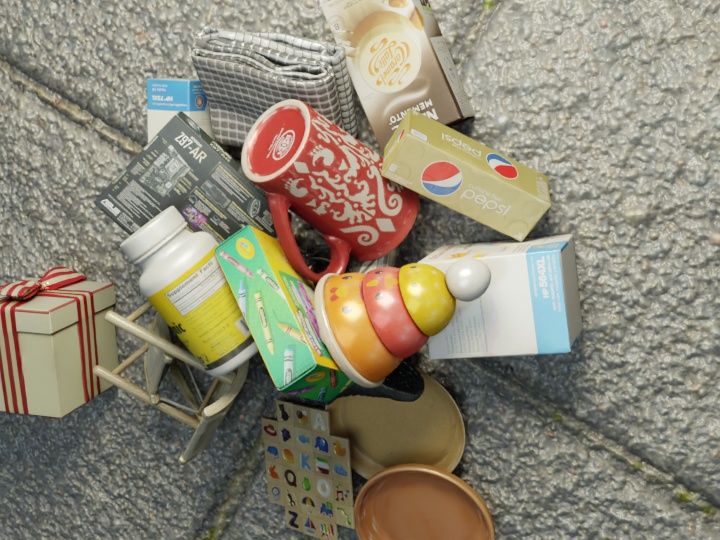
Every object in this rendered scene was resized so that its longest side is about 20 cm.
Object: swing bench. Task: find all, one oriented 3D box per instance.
[{"bbox_3d":[-0.250,0.135,1.273,0.200,0.130,0.199,44,144,6],"label":"swing bench"}]

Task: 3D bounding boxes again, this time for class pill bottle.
[{"bbox_3d":[-0.201,0.023,1.133,0.111,0.111,0.200,-31,103,22],"label":"pill bottle"}]

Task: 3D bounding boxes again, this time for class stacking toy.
[{"bbox_3d":[0.059,0.036,1.064,0.200,0.146,0.146,-27,91,20],"label":"stacking toy"}]

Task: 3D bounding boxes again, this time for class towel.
[{"bbox_3d":[-0.110,-0.221,1.164,0.200,0.166,0.086,13,63,16],"label":"towel"}]

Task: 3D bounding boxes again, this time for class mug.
[{"bbox_3d":[-0.038,-0.092,1.105,0.133,0.200,0.178,-18,56,32],"label":"mug"}]

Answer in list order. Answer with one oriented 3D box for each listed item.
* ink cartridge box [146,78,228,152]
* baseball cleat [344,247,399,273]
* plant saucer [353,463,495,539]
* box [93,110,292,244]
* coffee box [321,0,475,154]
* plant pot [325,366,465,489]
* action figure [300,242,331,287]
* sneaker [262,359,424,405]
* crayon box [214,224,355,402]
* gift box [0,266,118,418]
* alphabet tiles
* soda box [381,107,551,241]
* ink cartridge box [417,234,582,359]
[{"bbox_3d":[-0.233,-0.159,1.253,0.067,0.116,0.200,7,103,18],"label":"ink cartridge box"},{"bbox_3d":[0.000,0.000,1.200,0.106,0.070,0.200,3,79,8],"label":"baseball cleat"},{"bbox_3d":[0.090,0.349,1.271,0.200,0.037,0.200,7,115,16],"label":"plant saucer"},{"bbox_3d":[-0.213,-0.079,1.183,0.200,0.044,0.160,43,102,-13],"label":"box"},{"bbox_3d":[0.049,-0.262,1.150,0.114,0.080,0.200,-22,93,22],"label":"coffee box"},{"bbox_3d":[0.049,0.209,1.263,0.200,0.027,0.200,7,113,18],"label":"plant pot"},{"bbox_3d":[-0.123,0.021,1.253,0.102,0.119,0.200,30,124,-29],"label":"action figure"},{"bbox_3d":[-0.023,0.137,1.191,0.200,0.060,0.104,24,135,-2],"label":"sneaker"},{"bbox_3d":[-0.087,0.053,1.095,0.058,0.119,0.200,-34,65,13],"label":"crayon box"},{"bbox_3d":[-0.489,0.100,1.364,0.200,0.185,0.187,3,104,13],"label":"gift box"},{"bbox_3d":[-0.077,0.289,1.321,0.166,0.006,0.200,5,104,39],"label":"alphabet tiles"},{"bbox_3d":[0.129,-0.114,1.113,0.200,0.064,0.068,25,127,-13],"label":"soda box"},{"bbox_3d":[0.164,0.033,1.144,0.200,0.129,0.125,-5,99,21],"label":"ink cartridge box"}]
